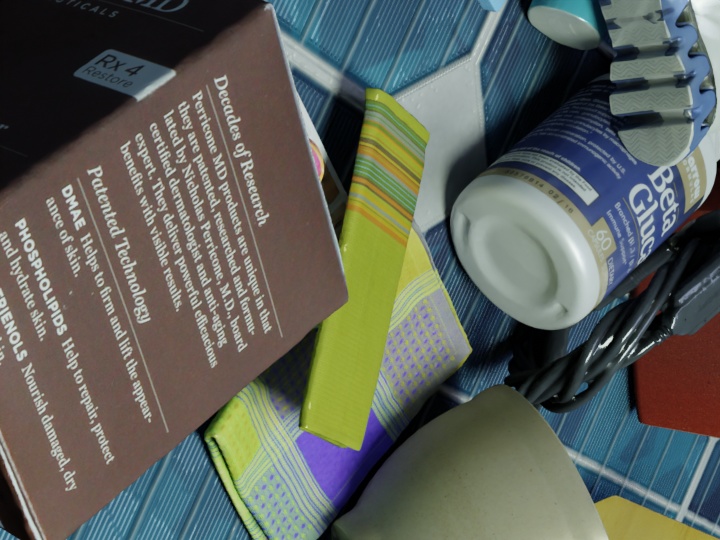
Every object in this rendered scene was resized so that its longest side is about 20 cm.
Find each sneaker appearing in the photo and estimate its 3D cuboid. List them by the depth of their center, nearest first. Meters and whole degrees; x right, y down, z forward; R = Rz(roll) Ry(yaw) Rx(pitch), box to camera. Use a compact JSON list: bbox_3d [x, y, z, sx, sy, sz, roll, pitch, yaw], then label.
[{"bbox_3d":[0.206,-0.171,1.157,0.115,0.081,0.199,-15,104,-41],"label":"sneaker"}]

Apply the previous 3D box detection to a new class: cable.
[{"bbox_3d":[0.162,0.025,1.229,0.200,0.163,0.051,-40,106,-17],"label":"cable"}]

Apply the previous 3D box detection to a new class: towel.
[{"bbox_3d":[0.000,0.000,1.076,0.086,0.018,0.200,34,66,-63],"label":"towel"},{"bbox_3d":[-0.009,0.072,1.141,0.200,0.023,0.144,-47,137,-26],"label":"towel"}]

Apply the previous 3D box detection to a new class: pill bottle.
[{"bbox_3d":[0.160,-0.060,1.211,0.200,0.111,0.111,-41,133,-31],"label":"pill bottle"}]

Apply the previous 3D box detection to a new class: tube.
[{"bbox_3d":[0.168,-0.240,1.200,0.200,0.050,0.077,-66,156,-13],"label":"tube"}]

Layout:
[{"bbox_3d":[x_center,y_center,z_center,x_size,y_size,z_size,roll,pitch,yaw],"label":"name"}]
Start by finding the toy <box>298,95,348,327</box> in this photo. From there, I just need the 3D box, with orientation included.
[{"bbox_3d":[-0.051,-0.044,1.020,0.115,0.047,0.200,-49,138,-26],"label":"toy"}]

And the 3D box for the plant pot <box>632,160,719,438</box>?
[{"bbox_3d":[0.314,0.000,1.371,0.200,0.200,0.176,-36,118,-34],"label":"plant pot"}]

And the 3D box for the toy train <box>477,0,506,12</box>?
[{"bbox_3d":[0.109,-0.240,1.070,0.200,0.114,0.087,-57,139,-16],"label":"toy train"}]

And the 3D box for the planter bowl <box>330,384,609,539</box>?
[{"bbox_3d":[0.063,0.187,1.165,0.135,0.200,0.200,-20,125,-12],"label":"planter bowl"}]

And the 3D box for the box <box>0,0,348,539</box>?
[{"bbox_3d":[-0.142,-0.017,0.830,0.200,0.166,0.164,-41,133,-31],"label":"box"}]

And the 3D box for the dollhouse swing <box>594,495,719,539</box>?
[{"bbox_3d":[0.221,0.297,1.370,0.176,0.200,0.182,-55,139,-18],"label":"dollhouse swing"}]
